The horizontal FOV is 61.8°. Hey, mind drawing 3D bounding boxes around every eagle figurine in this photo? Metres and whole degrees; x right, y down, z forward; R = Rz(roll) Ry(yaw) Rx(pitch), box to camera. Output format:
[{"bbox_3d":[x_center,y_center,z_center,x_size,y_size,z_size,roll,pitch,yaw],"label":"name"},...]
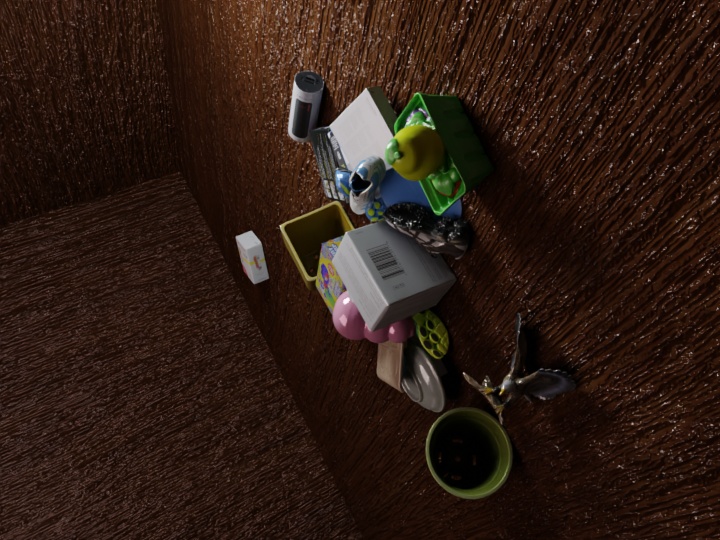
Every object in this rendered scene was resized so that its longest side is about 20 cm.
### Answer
[{"bbox_3d":[0.312,0.202,1.161,0.151,0.151,0.201,29,120,-7],"label":"eagle figurine"}]

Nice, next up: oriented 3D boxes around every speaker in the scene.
[{"bbox_3d":[-0.152,-0.448,1.651,0.082,0.081,0.200,60,156,19],"label":"speaker"}]

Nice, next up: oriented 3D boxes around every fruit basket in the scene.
[{"bbox_3d":[0.117,-0.208,1.091,0.217,0.214,0.155,65,158,8],"label":"fruit basket"}]

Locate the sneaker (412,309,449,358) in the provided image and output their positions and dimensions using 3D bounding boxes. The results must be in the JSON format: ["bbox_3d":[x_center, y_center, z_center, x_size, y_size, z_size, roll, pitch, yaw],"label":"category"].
[{"bbox_3d":[0.158,0.128,1.503,0.201,0.074,0.084,57,180,19],"label":"sneaker"}]

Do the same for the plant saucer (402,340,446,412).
[{"bbox_3d":[0.143,0.280,1.546,0.200,0.050,0.201,51,154,37],"label":"plant saucer"}]

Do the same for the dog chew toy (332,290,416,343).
[{"bbox_3d":[0.036,0.118,1.441,0.198,0.125,0.125,15,134,17],"label":"dog chew toy"}]

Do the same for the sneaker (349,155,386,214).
[{"bbox_3d":[0.000,-0.180,1.308,0.072,0.072,0.200,56,158,13],"label":"sneaker"}]

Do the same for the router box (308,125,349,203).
[{"bbox_3d":[-0.071,-0.292,1.642,0.149,0.051,0.202,25,132,62],"label":"router box"}]

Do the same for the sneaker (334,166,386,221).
[{"bbox_3d":[0.008,-0.188,1.453,0.199,0.071,0.083,36,-160,-42],"label":"sneaker"}]

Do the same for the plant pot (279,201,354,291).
[{"bbox_3d":[-0.114,-0.049,1.799,0.195,0.194,0.200,61,163,17],"label":"plant pot"}]

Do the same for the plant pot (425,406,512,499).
[{"bbox_3d":[0.246,0.449,1.451,0.201,0.199,0.190,59,168,20],"label":"plant pot"}]

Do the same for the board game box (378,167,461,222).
[{"bbox_3d":[0.131,-0.169,1.274,0.199,0.039,0.158,-17,116,50],"label":"board game box"}]

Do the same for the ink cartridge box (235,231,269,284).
[{"bbox_3d":[-0.509,-0.062,2.828,0.145,0.083,0.202,42,147,47],"label":"ink cartridge box"}]

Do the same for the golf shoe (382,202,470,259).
[{"bbox_3d":[0.134,-0.077,1.268,0.199,0.078,0.095,24,145,28],"label":"golf shoe"}]

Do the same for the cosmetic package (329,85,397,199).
[{"bbox_3d":[0.032,-0.279,1.336,0.150,0.051,0.201,-32,86,49],"label":"cosmetic package"}]

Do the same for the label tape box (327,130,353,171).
[{"bbox_3d":[0.001,-0.271,1.481,0.143,0.066,0.202,-10,99,67],"label":"label tape box"}]

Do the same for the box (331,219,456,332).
[{"bbox_3d":[0.074,0.000,1.372,0.200,0.199,0.131,60,149,19],"label":"box"}]

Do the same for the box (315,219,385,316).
[{"bbox_3d":[0.000,0.000,1.563,0.123,0.191,0.201,57,155,24],"label":"box"}]

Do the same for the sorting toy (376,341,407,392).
[{"bbox_3d":[0.084,0.200,1.561,0.185,0.036,0.202,-177,86,-74],"label":"sorting toy"}]

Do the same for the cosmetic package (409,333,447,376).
[{"bbox_3d":[0.152,0.196,1.580,0.201,0.050,0.083,62,157,14],"label":"cosmetic package"}]
